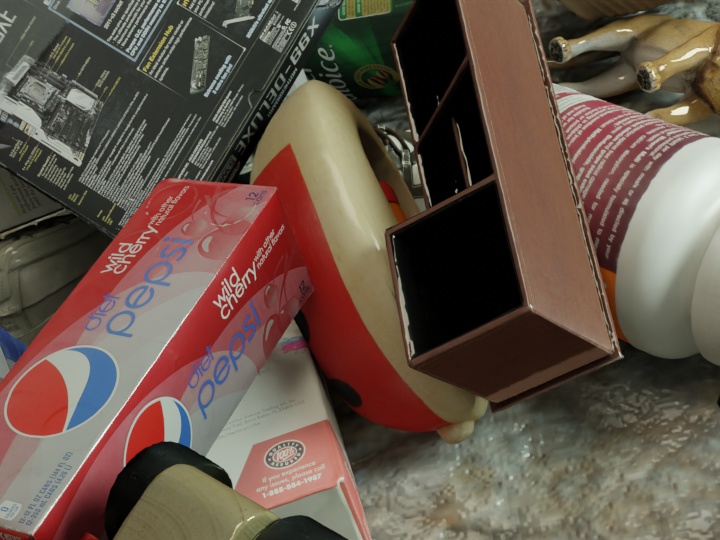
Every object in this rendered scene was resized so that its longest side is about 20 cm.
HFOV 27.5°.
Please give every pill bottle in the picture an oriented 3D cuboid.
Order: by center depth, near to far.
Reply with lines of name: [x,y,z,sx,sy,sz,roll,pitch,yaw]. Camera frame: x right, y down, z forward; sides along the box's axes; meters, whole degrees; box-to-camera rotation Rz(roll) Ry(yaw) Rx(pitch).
pill bottle: [0.137,-0.022,0.737,0.109,0.110,0.199,-40,43,-23]

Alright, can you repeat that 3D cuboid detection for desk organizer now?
desk organizer: [0.053,-0.046,0.689,0.071,0.077,0.202,-26,59,29]

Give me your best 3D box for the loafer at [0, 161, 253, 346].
loafer: [-0.133,-0.013,0.878,0.199,0.071,0.070,-25,16,-30]

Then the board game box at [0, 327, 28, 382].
board game box: [-0.206,0.153,0.684,0.200,0.043,0.199,-44,40,3]

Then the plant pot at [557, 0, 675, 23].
plant pot: [0.130,-0.217,0.895,0.093,0.200,0.201,-52,38,15]

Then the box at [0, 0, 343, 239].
box: [-0.114,-0.124,0.777,0.157,0.050,0.201,30,88,8]

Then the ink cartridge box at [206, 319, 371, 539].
ink cartridge box: [-0.073,0.074,0.749,0.115,0.068,0.201,-19,41,1]

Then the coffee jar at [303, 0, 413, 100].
coffee jar: [-0.014,-0.158,0.957,0.197,0.104,0.086,-5,68,18]

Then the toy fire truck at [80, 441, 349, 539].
toy fire truck: [-0.076,0.187,0.551,0.128,0.176,0.201,21,69,38]

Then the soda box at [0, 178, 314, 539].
soda box: [-0.098,0.048,0.626,0.069,0.064,0.201,6,46,29]

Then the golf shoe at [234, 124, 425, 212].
golf shoe: [0.005,-0.056,0.843,0.199,0.095,0.078,-30,36,-15]

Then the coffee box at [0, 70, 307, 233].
coffee box: [-0.133,-0.096,0.864,0.198,0.081,0.113,-21,8,3]

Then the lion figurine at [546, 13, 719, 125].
lion figurine: [0.186,-0.123,0.865,0.121,0.073,0.200,-24,34,-21]

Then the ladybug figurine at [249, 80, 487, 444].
ladybug figurine: [0.000,0.000,0.743,0.071,0.136,0.202,-29,68,10]

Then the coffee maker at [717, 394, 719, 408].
coffee maker: [0.270,0.066,0.561,0.199,0.136,0.192,-34,42,-16]
